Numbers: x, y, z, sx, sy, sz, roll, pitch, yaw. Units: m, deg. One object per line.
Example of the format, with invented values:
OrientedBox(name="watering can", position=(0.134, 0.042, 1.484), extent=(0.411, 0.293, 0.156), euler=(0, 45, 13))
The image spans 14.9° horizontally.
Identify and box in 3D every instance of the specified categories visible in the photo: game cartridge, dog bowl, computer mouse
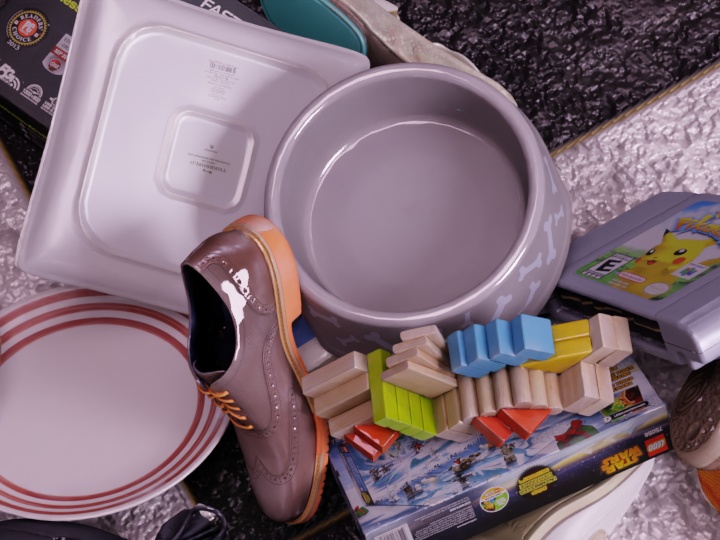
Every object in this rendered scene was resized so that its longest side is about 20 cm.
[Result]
OrientedBox(name="game cartridge", position=(0.202, 0.001, 1.693), extent=(0.133, 0.041, 0.200), euler=(-25, 22, -23))
OrientedBox(name="dog bowl", position=(0.031, -0.039, 1.707), extent=(0.199, 0.059, 0.201), euler=(-4, 69, 10))
OrientedBox(name="computer mouse", position=(-0.191, 0.177, 1.683), extent=(0.199, 0.138, 0.053), euler=(-10, 103, 28))

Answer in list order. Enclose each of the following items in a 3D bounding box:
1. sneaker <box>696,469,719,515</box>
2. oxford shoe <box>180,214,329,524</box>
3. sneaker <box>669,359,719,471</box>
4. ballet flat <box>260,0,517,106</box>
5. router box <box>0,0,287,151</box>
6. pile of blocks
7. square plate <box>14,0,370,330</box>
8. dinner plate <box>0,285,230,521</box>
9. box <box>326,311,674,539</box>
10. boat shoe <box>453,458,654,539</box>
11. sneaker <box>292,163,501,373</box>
OrientedBox(name="sneaker", position=(0.261, 0.154, 1.676), extent=(0.073, 0.077, 0.200), euler=(-25, 64, -3))
OrientedBox(name="oxford shoe", position=(-0.073, 0.070, 1.684), extent=(0.071, 0.201, 0.073), euler=(6, 24, 44))
OrientedBox(name="sneaker", position=(0.245, 0.066, 1.673), extent=(0.075, 0.070, 0.200), euler=(40, 36, -11))
OrientedBox(name="ballet flat", position=(0.020, -0.144, 1.845), extent=(0.200, 0.068, 0.062), euler=(39, 47, 16))
OrientedBox(name="router box", position=(-0.150, -0.132, 1.847), extent=(0.200, 0.062, 0.150), euler=(34, 74, 18))
OrientedBox(name="pile of blocks", position=(0.065, 0.073, 1.641), extent=(0.199, 0.082, 0.062), euler=(-14, 62, 14))
OrientedBox(name="square plate", position=(-0.103, -0.071, 1.765), extent=(0.199, 0.028, 0.199), euler=(16, 84, -17))
OrientedBox(name="dinner plate", position=(-0.176, 0.086, 1.756), extent=(0.199, 0.024, 0.201), euler=(-5, 45, 5))
OrientedBox(name="box", position=(0.080, 0.099, 1.704), extent=(0.199, 0.040, 0.137), euler=(-23, 34, -3))
OrientedBox(name="boat shoe", position=(0.112, 0.168, 1.689), extent=(0.200, 0.069, 0.075), euler=(-38, 32, -26))
OrientedBox(name="sneaker", position=(0.000, 0.000, 1.771), extent=(0.200, 0.077, 0.111), euler=(-38, 61, -1))
